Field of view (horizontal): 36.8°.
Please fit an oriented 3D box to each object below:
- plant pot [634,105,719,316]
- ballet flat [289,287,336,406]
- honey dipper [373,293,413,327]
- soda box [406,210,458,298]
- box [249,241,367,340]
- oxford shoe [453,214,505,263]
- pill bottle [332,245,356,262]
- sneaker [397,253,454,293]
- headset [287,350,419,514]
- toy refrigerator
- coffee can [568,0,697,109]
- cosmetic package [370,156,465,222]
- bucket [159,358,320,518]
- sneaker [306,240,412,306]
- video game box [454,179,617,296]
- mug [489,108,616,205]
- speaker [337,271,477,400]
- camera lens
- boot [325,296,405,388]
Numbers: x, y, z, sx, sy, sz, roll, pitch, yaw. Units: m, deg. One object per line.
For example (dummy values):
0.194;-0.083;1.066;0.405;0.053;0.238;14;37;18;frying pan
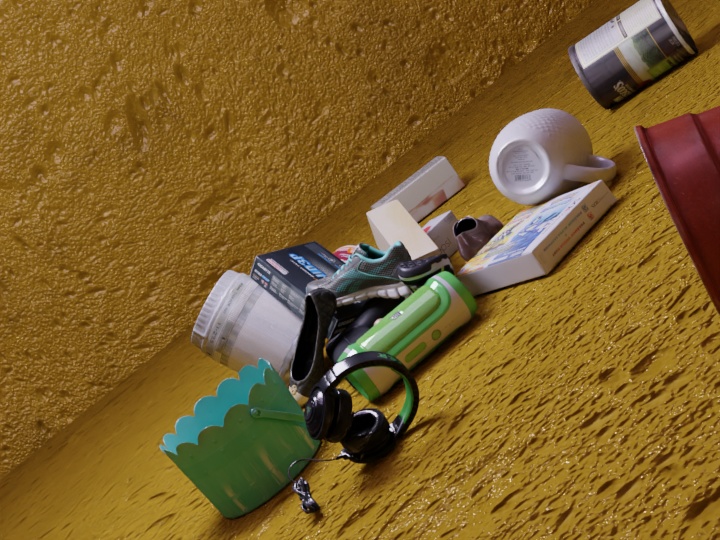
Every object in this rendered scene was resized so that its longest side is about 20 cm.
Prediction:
0.368;-0.076;0.930;0.195;0.201;0.201;-25;13;19;plant pot
-0.087;0.121;1.722;0.057;0.201;0.066;2;15;-45;ballet flat
0.067;0.064;1.635;0.038;0.038;0.200;-33;-3;24;honey dipper
0.107;-0.023;1.964;0.200;0.064;0.068;-43;11;-32;soda box
-0.066;0.030;1.854;0.159;0.200;0.046;-16;-45;-49;box
0.197;-0.067;1.811;0.071;0.073;0.200;-35;9;18;oxford shoe
-0.044;0.042;2.058;0.113;0.113;0.200;-31;12;33;pill bottle
0.110;0.022;1.617;0.071;0.083;0.200;-11;-3;17;sneaker
-0.012;0.190;1.272;0.200;0.123;0.094;-51;27;9;headset
0.081;-0.041;1.858;0.070;0.076;0.200;-24;32;-6;toy refrigerator
0.526;-0.428;2.102;0.200;0.147;0.146;-33;11;27;coffee can
0.132;-0.171;2.505;0.200;0.087;0.103;-37;11;-1;cosmetic package
-0.162;0.234;1.507;0.207;0.135;0.207;-36;10;8;bucket
0.000;0.000;1.734;0.199;0.091;0.078;-11;18;22;sneaker
0.253;-0.045;1.590;0.182;0.047;0.200;-40;9;-30;video game box
0.301;-0.169;1.701;0.199;0.148;0.175;12;17;20;mug
0.066;0.090;1.512;0.200;0.089;0.088;-40;10;-11;speaker
-0.170;0.107;1.869;0.160;0.200;0.160;-63;-4;-8;camera lens
0.024;0.100;1.670;0.165;0.066;0.200;-47;7;-4;boot
